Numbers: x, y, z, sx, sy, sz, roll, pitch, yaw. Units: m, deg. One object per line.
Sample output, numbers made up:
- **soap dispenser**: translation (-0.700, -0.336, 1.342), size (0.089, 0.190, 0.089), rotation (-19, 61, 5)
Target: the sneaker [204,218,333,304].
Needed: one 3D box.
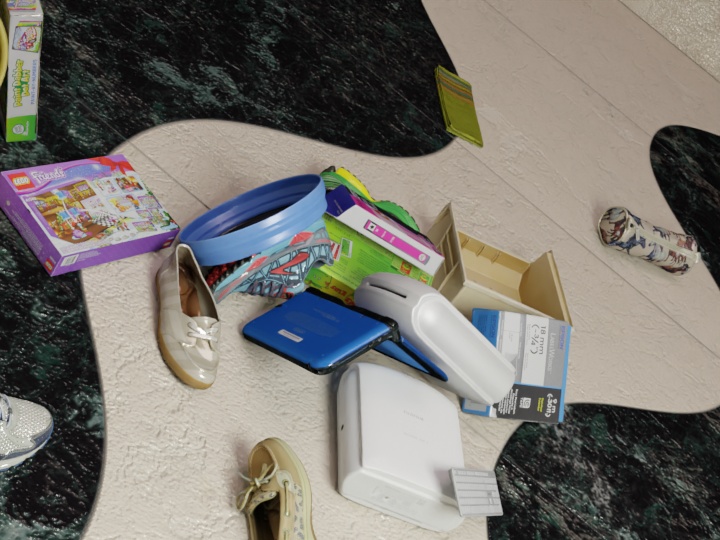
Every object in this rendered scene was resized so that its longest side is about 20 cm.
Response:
- **sneaker**: translation (-0.110, 0.003, 1.600), size (0.199, 0.079, 0.097), rotation (-32, 105, -28)

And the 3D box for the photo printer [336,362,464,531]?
- **photo printer**: translation (0.049, 0.207, 1.537), size (0.165, 0.070, 0.201), rotation (25, 35, -20)

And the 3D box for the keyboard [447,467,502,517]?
- **keyboard**: translation (0.142, 0.269, 1.515), size (0.200, 0.011, 0.057), rotation (26, 45, -68)

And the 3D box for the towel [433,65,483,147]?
- **towel**: translation (0.186, -0.311, 2.354), size (0.085, 0.018, 0.202), rotation (22, 36, -22)

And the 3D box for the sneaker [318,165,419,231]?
- **sneaker**: translation (0.003, -0.068, 1.839), size (0.199, 0.079, 0.085), rotation (34, 39, 10)

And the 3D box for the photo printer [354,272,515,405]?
- **photo printer**: translation (0.088, 0.081, 1.610), size (0.200, 0.070, 0.166), rotation (44, -13, -28)

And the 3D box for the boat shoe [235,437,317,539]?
- **boat shoe**: translation (-0.090, 0.263, 1.329), size (0.062, 0.073, 0.202), rotation (14, 40, -36)

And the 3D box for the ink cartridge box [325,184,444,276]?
- **ink cartridge box**: translation (0.019, -0.065, 1.709), size (0.198, 0.037, 0.095), rotation (28, 12, -21)

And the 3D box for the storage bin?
- **storage bin**: translation (0.204, 0.016, 1.900), size (0.198, 0.094, 0.200), rotation (23, 36, -22)

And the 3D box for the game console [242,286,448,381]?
- **game console**: translation (-0.021, 0.103, 1.543), size (0.169, 0.120, 0.199), rotation (-29, 26, -26)

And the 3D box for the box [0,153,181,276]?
- **box**: translation (-0.333, -0.072, 1.534), size (0.137, 0.039, 0.199), rotation (50, 35, 17)

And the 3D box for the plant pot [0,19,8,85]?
- **plant pot**: translation (-0.541, -0.285, 1.468), size (0.199, 0.203, 0.189), rotation (2, 32, -43)

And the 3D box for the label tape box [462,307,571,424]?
- **label tape box**: translation (0.240, 0.136, 1.746), size (0.198, 0.063, 0.147), rotation (10, 85, -36)

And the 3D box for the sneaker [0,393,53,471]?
- **sneaker**: translation (-0.380, 0.136, 1.192), size (0.198, 0.085, 0.078), rotation (9, 42, -38)

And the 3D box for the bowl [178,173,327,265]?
- **bowl**: translation (-0.134, -0.064, 1.596), size (0.040, 0.198, 0.201), rotation (68, 29, -16)

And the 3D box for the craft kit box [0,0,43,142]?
- **craft kit box**: translation (-0.440, -0.302, 1.567), size (0.048, 0.199, 0.201), rotation (-5, 49, -25)

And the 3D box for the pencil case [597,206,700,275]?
- **pencil case**: translation (0.537, -0.054, 2.320), size (0.198, 0.079, 0.089), rotation (19, 3, -27)

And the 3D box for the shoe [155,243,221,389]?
- **shoe**: translation (-0.206, 0.052, 1.493), size (0.069, 0.054, 0.202), rotation (12, 41, -34)

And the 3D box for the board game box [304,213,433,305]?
- **board game box**: translation (0.000, 0.000, 1.730), size (0.198, 0.048, 0.103), rotation (31, 54, -14)
